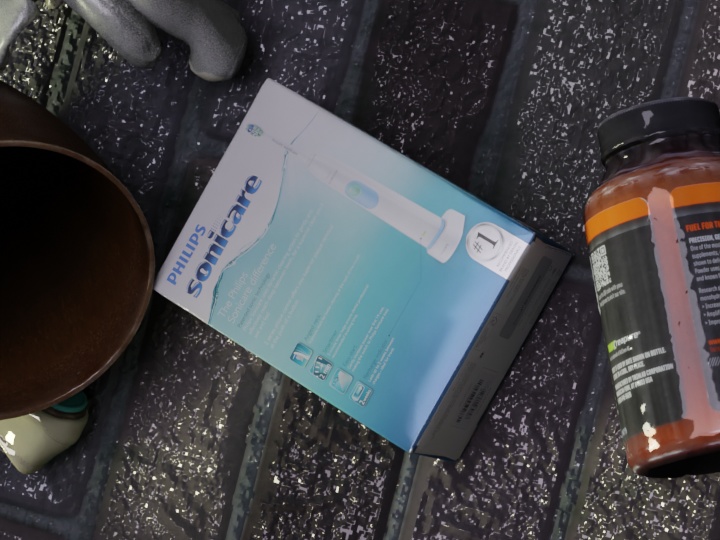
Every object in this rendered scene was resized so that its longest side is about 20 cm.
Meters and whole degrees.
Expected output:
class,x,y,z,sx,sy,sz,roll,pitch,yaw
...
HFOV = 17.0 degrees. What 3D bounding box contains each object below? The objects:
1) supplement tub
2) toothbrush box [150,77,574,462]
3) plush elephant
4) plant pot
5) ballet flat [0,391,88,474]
class,x,y,z,sx,sy,sz,roll,pitch,yaw
supplement tub,0.184,0.008,1.342,0.106,0.107,0.201,-13,77,18
toothbrush box,0.000,0.000,1.423,0.199,0.085,0.147,30,93,22
plush elephant,-0.177,-0.200,1.491,0.154,0.199,0.166,-12,73,42
plant pot,-0.240,-0.041,1.466,0.187,0.187,0.200,-44,36,8
ballet flat,-0.256,0.053,1.526,0.200,0.069,0.070,43,96,21
